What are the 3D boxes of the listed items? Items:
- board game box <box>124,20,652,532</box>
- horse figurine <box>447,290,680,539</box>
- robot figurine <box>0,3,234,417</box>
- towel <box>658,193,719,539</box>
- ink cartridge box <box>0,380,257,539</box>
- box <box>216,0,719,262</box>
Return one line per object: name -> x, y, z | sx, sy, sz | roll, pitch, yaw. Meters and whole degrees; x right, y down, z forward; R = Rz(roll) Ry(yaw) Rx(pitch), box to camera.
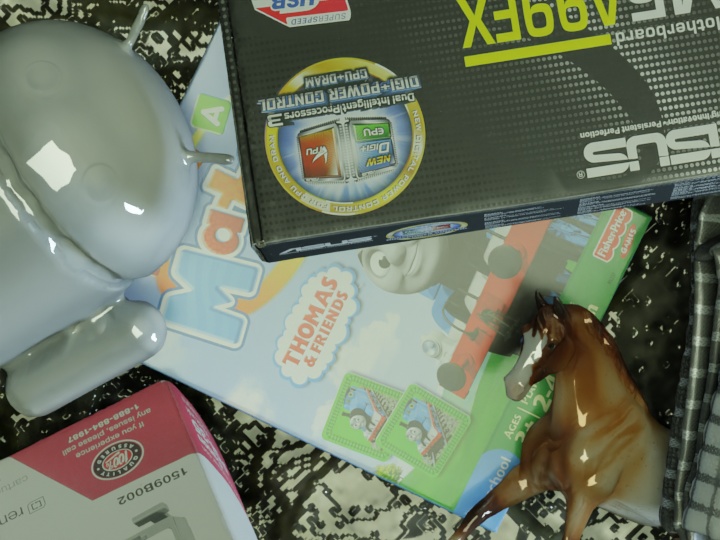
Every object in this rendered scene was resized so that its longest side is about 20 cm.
board game box -> 0.000, 0.000, 1.152 | 0.200, 0.037, 0.151 | 26, 93, -4
horse figurine -> 0.119, 0.106, 1.146 | 0.200, 0.050, 0.133 | 28, 86, -23
robot figurine -> -0.148, -0.025, 1.089 | 0.200, 0.113, 0.170 | -30, 99, 17
towel -> 0.216, 0.038, 1.117 | 0.200, 0.086, 0.166 | 4, 101, -27
ink cartridge box -> -0.097, 0.162, 1.077 | 0.146, 0.200, 0.083 | -26, 135, -1
box -> 0.047, -0.097, 1.029 | 0.200, 0.044, 0.160 | -8, 80, 2
